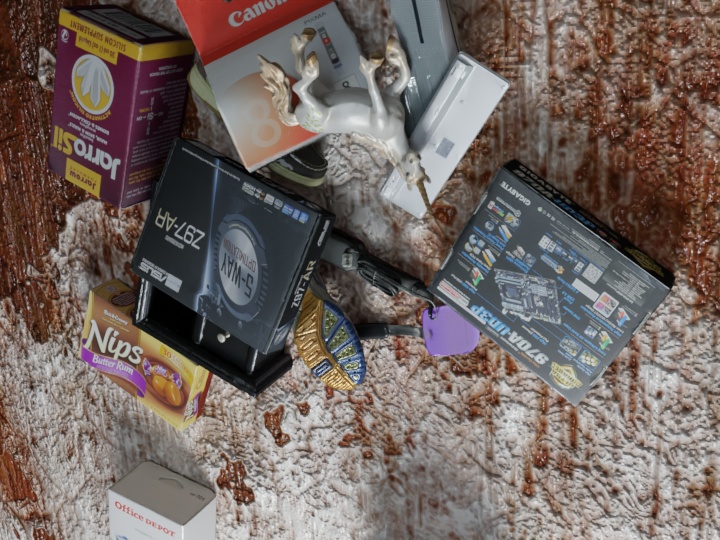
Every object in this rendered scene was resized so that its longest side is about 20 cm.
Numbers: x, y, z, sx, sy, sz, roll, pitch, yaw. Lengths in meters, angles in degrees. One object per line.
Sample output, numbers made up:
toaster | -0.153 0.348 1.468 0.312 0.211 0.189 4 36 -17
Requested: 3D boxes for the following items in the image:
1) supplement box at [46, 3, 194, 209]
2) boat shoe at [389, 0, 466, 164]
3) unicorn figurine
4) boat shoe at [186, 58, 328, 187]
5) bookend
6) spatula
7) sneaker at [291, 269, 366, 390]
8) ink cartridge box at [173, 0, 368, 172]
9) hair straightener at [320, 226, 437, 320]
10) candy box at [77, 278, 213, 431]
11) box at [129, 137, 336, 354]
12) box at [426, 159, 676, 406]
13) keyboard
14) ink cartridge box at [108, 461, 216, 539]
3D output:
supplement box | -0.293 -0.200 0.957 0.129 0.103 0.204 25 118 18
boat shoe | 0.075 -0.205 0.772 0.072 0.067 0.203 8 132 20
unicorn figurine | 0.001 -0.154 0.764 0.197 0.074 0.139 22 141 22
boat shoe | -0.109 -0.177 0.880 0.200 0.072 0.066 43 121 9
bookend | -0.164 0.012 0.963 0.197 0.092 0.202 27 118 18
spatula | 0.042 0.070 0.909 0.196 0.020 0.058 -5 99 32
sneaker | -0.052 0.042 0.919 0.074 0.088 0.202 -32 94 16
ink cartridge box | -0.087 -0.229 0.822 0.159 0.050 0.203 -25 98 0
hair straightener | 0.000 0.000 0.875 0.198 0.077 0.042 34 108 16
candy box | -0.296 0.114 1.095 0.198 0.056 0.118 31 119 16
box | -0.142 -0.030 0.860 0.197 0.043 0.163 29 103 18
box | 0.185 0.012 0.795 0.199 0.046 0.161 37 121 13
keyboard | 0.078 -0.127 0.789 0.055 0.011 0.201 26 139 -5
ink cartridge box | -0.295 0.411 1.179 0.144 0.086 0.205 16 115 24
